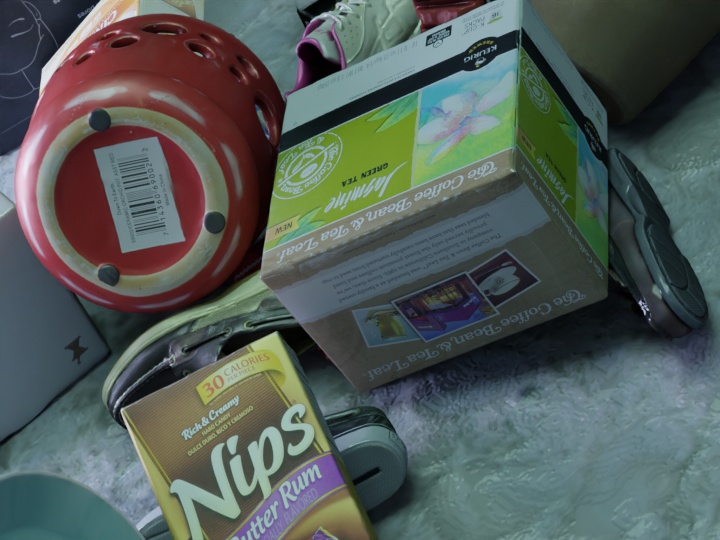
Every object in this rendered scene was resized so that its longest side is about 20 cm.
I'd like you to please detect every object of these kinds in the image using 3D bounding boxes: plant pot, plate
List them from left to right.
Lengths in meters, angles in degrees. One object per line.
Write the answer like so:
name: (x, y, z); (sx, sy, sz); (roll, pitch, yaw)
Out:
plate: (-0.191, 0.223, 1.300); (0.025, 0.200, 0.201); (-28, 33, 35)
plant pot: (-0.158, -0.075, 1.546); (0.199, 0.202, 0.183); (-18, 15, 12)
plant pot: (0.193, -0.212, 1.569); (0.200, 0.200, 0.175); (23, 77, 44)

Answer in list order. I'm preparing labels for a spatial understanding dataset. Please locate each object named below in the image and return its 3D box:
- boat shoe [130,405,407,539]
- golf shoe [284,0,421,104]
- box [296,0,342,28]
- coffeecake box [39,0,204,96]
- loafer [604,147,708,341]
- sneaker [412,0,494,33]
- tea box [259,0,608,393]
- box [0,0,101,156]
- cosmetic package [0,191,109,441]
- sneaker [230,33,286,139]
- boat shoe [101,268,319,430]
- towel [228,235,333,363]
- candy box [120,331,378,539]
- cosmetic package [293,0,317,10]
boat shoe: (-0.061, 0.153, 1.403); (0.199, 0.073, 0.071); (-21, 22, 3)
golf shoe: (0.000, -0.185, 1.642); (0.075, 0.091, 0.201); (-4, 61, 44)
box: (0.061, -0.218, 1.744); (0.159, 0.046, 0.200); (-39, 40, -12)
coffeecake box: (-0.203, -0.140, 1.746); (0.153, 0.073, 0.201); (-43, 31, 29)
loafer: (0.185, -0.008, 1.436); (0.063, 0.072, 0.201); (-39, 29, 18)
sneaker: (0.082, -0.165, 1.605); (0.070, 0.202, 0.098); (4, 6, 37)
tea box: (0.055, -0.054, 1.441); (0.199, 0.134, 0.198); (-23, 38, 24)
box: (-0.298, -0.246, 1.867); (0.199, 0.197, 0.124); (-31, 37, -3)
cosmetic package: (-0.333, 0.020, 1.621); (0.167, 0.167, 0.200); (-40, 41, -15)
sneaker: (-0.112, -0.127, 1.722); (0.089, 0.079, 0.200); (-29, 39, -6)
boat shoe: (-0.100, 0.061, 1.502); (0.199, 0.073, 0.065); (-35, 47, 15)
towel: (0.000, 0.000, 1.561); (0.144, 0.023, 0.200); (-39, 40, -13)
candy box: (-0.060, 0.155, 1.324); (0.116, 0.056, 0.201); (-27, 69, 2)
cosmetic package: (-0.026, -0.309, 1.827); (0.101, 0.071, 0.200); (-29, 21, 13)
